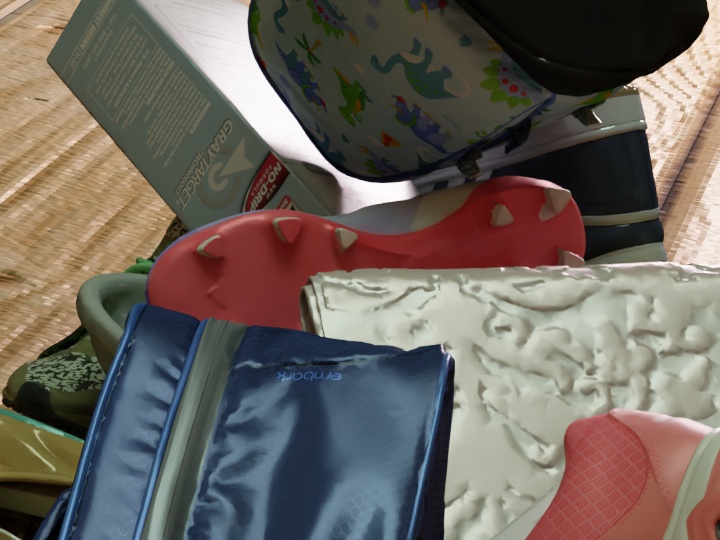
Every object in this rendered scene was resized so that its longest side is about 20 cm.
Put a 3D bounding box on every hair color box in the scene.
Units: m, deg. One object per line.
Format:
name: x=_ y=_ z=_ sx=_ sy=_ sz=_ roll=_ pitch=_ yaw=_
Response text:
hair color box: x=-0.049 y=-0.054 z=1.349 sx=0.099 sy=0.061 sz=0.200 roll=10 pitch=30 yaw=-48

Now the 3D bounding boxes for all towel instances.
towel: x=0.085 y=0.082 z=1.137 sx=0.199 sy=0.032 sz=0.192 roll=-1 pitch=60 yaw=-15

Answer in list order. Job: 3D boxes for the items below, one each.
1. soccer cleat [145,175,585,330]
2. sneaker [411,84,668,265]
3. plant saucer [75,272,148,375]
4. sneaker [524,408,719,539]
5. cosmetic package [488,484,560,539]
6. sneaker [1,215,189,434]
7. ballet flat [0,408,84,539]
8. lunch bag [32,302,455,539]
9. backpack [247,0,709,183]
soccer cleat: x=0.000 y=0.000 z=1.229 sx=0.199 sy=0.067 sz=0.076 roll=-12 pitch=2 yaw=-22
sneaker: x=0.069 y=-0.010 z=1.375 sx=0.070 sy=0.109 sz=0.200 roll=-13 pitch=-4 yaw=-37
plant saucer: x=-0.034 y=0.064 z=1.238 sx=0.199 sy=0.050 sz=0.200 roll=22 pitch=10 yaw=-4
sneaker: x=0.071 y=0.137 z=0.924 sx=0.086 sy=0.201 sz=0.074 roll=16 pitch=-11 yaw=33
cosmetic package: x=0.135 y=0.155 z=0.985 sx=0.199 sy=0.108 sz=0.085 roll=15 pitch=19 yaw=22
sneaker: x=-0.096 y=0.018 z=1.341 sx=0.077 sy=0.089 sz=0.200 roll=14 pitch=21 yaw=25
ballet flat: x=-0.088 y=0.105 z=1.163 sx=0.199 sy=0.069 sz=0.063 roll=10 pitch=47 yaw=21
lunch bag: x=-0.047 y=0.117 z=0.956 sx=0.132 sy=0.136 sz=0.201 roll=8 pitch=44 yaw=6
backpack: x=0.036 y=-0.118 z=1.250 sx=0.154 sy=0.163 sz=0.200 roll=-41 pitch=6 yaw=-8
